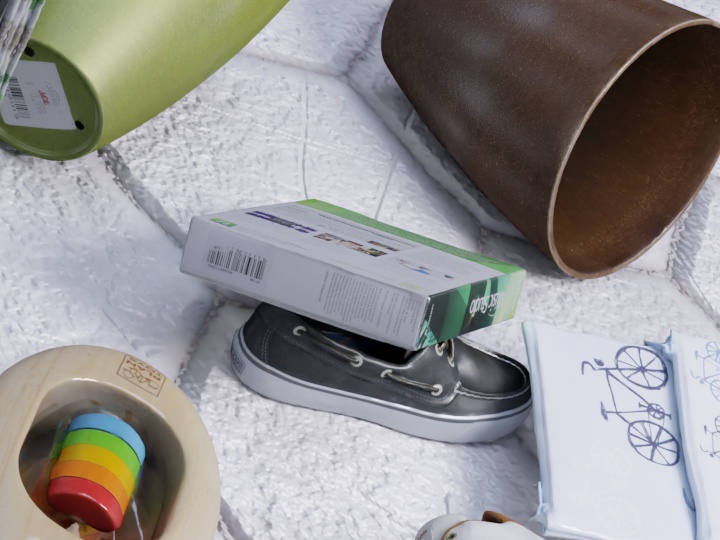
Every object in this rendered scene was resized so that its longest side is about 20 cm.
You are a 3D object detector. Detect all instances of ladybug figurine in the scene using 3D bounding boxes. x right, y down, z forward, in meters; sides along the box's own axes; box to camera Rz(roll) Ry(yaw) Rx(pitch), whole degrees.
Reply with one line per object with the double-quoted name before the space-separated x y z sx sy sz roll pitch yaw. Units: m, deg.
"ladybug figurine" -0.140 0.114 1.355 0.135 0.072 0.200 30 34 -5

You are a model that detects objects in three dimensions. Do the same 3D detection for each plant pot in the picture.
"plant pot" 0.114 -0.124 1.795 0.200 0.187 0.187 34 30 31
"plant pot" -0.152 -0.161 1.630 0.187 0.187 0.200 31 48 -2

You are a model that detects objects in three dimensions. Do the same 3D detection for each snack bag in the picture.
"snack bag" 0.189 0.100 1.583 0.199 0.021 0.189 13 38 -11

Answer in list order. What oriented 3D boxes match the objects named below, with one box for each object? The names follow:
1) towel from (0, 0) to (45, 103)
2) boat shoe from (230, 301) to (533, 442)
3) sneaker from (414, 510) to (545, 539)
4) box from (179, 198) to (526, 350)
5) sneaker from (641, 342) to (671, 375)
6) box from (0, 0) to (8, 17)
"towel" -0.232 -0.150 1.503 0.031 0.200 0.149 -5 48 -38
"boat shoe" 0.022 0.052 1.579 0.199 0.057 0.069 10 39 -29
"sneaker" 0.046 0.179 1.432 0.085 0.073 0.200 37 22 13
"box" 0.000 0.000 1.554 0.144 0.036 0.200 19 11 17
"sneaker" 0.233 0.110 1.667 0.200 0.067 0.090 45 38 22
"box" -0.286 -0.146 1.454 0.124 0.200 0.149 1 45 -38
